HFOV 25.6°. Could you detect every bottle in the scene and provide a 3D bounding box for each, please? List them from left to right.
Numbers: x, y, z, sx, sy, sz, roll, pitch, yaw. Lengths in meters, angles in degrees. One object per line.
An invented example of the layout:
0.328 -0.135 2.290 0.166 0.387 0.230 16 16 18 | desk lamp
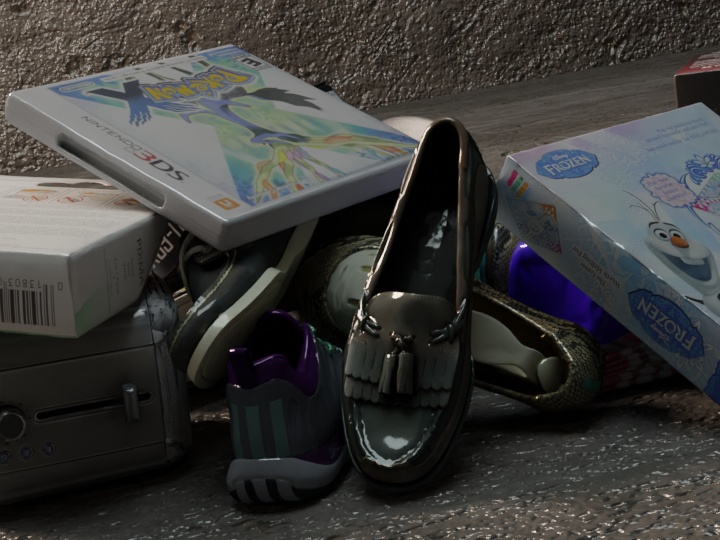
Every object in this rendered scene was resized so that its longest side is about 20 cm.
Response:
0.175 -0.012 0.986 0.083 0.066 0.199 18 27 37 | bottle

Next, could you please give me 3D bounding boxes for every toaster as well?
-0.171 0.058 0.922 0.128 0.115 0.200 -7 11 -13 | toaster

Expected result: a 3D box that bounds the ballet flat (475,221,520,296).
0.113 -0.007 1.063 0.074 0.069 0.200 1 -5 2 | ballet flat

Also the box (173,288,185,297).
-0.127 0.040 1.154 0.082 0.050 0.199 1 14 43 | box

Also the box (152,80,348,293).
-0.092 -0.054 1.134 0.158 0.050 0.200 -44 -4 24 | box

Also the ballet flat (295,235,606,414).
0.041 0.025 0.887 0.198 0.068 0.075 22 2 21 | ballet flat

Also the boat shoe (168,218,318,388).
-0.078 0.006 0.895 0.067 0.072 0.200 29 23 -2 | boat shoe

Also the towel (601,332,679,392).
0.188 0.033 0.994 0.198 0.030 0.146 -12 10 -17 | towel

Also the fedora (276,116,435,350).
0.000 0.000 1.038 0.200 0.091 0.176 -43 35 -15 | fedora

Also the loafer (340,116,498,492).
0.027 0.012 0.818 0.071 0.202 0.063 5 -31 14 | loafer

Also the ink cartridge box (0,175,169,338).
-0.189 -0.014 0.893 0.159 0.051 0.200 4 12 16 | ink cartridge box

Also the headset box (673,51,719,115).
0.297 -0.093 1.252 0.074 0.150 0.200 -5 10 18 | headset box

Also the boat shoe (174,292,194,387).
-0.089 0.034 1.096 0.062 0.073 0.199 -28 -4 43 | boat shoe

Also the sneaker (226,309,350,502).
-0.024 0.056 0.874 0.074 0.089 0.200 -6 11 13 | sneaker

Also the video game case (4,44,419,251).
-0.080 -0.082 0.959 0.181 0.022 0.199 30 31 28 | video game case

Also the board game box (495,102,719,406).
0.206 -0.012 0.898 0.199 0.044 0.199 -17 50 -43 | board game box
